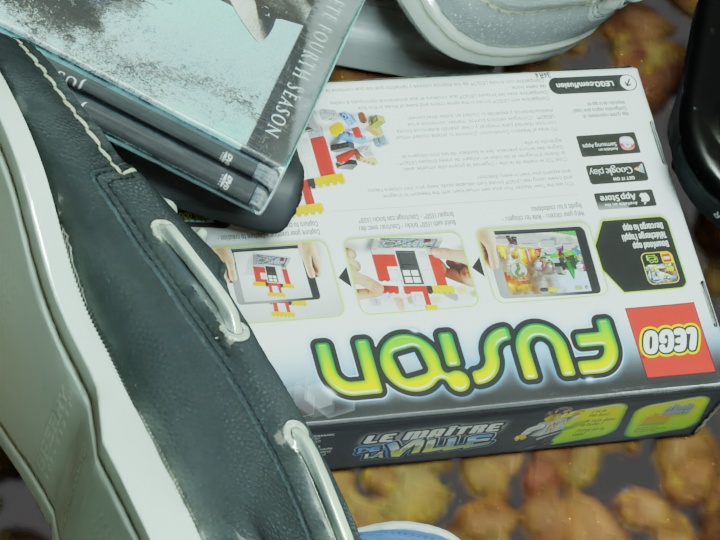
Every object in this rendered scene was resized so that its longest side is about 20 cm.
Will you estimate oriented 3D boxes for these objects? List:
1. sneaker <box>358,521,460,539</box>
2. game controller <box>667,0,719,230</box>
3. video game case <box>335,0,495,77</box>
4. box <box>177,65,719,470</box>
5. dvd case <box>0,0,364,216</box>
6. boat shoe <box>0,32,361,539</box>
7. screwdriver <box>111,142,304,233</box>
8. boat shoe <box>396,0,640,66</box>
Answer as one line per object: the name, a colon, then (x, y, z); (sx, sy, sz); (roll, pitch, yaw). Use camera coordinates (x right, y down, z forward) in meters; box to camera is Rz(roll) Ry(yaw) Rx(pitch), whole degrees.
sneaker: (-0.045, 0.111, 0.747); (0.199, 0.077, 0.076); (-22, 69, -31)
game controller: (0.182, -0.020, 0.916); (0.199, 0.042, 0.105); (28, 57, -15)
video game case: (-0.054, -0.152, 0.927); (0.199, 0.023, 0.183); (9, 59, -15)
box: (0.000, 0.000, 0.852); (0.199, 0.035, 0.111); (-4, 63, -23)
dvd case: (-0.095, -0.103, 0.830); (0.199, 0.022, 0.146); (28, 36, -3)
boat shoe: (-0.058, 0.019, 0.728); (0.060, 0.076, 0.201); (-8, 60, -29)
screwdriver: (-0.109, -0.048, 0.798); (0.199, 0.028, 0.029); (16, 29, -15)
boat shoe: (0.082, -0.119, 0.913); (0.201, 0.065, 0.075); (-23, 80, -43)
